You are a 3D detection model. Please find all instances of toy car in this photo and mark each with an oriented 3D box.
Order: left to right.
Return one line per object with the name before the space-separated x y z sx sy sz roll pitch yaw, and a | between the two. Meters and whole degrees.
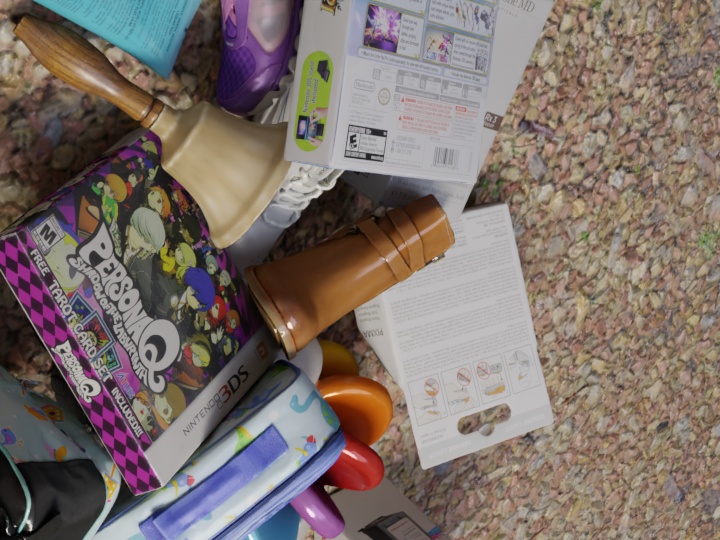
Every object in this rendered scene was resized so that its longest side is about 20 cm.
toy car | -0.054 0.158 1.305 0.200 0.150 0.175 -48 137 -7

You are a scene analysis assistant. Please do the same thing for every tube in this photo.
tube | -0.180 -0.194 1.056 0.199 0.050 0.078 20 99 -51

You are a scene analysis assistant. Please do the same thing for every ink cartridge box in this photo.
ink cartridge box | 0.043 0.307 1.447 0.085 0.200 0.149 -21 128 -30
ink cartridge box | 0.076 0.052 1.364 0.161 0.057 0.202 -14 96 -36

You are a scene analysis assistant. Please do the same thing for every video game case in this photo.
video game case | -0.150 0.022 1.103 0.201 0.036 0.181 63 35 -15
video game case | 0.029 -0.159 1.123 0.199 0.045 0.183 1 98 -57

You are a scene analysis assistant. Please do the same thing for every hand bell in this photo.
hand bell | -0.148 -0.114 1.082 0.199 0.104 0.105 35 91 -19

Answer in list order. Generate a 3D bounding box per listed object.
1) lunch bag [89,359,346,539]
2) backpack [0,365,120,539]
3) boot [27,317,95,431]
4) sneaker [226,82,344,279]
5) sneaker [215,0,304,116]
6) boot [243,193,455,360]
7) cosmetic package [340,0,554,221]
lunch bag | -0.108 0.153 1.156 0.199 0.161 0.083 -38 96 -9
backpack | -0.275 0.145 1.068 0.177 0.200 0.153 -58 158 17
boot | -0.177 0.032 1.191 0.131 0.070 0.201 -33 144 -26
sneaker | -0.057 -0.081 1.202 0.074 0.087 0.201 12 108 -47
sneaker | -0.076 -0.211 1.118 0.088 0.080 0.202 9 104 -37
boot | 0.000 0.000 1.197 0.154 0.077 0.200 -26 177 7
cosmetic package | 0.067 -0.149 1.280 0.101 0.074 0.202 9 110 -45
